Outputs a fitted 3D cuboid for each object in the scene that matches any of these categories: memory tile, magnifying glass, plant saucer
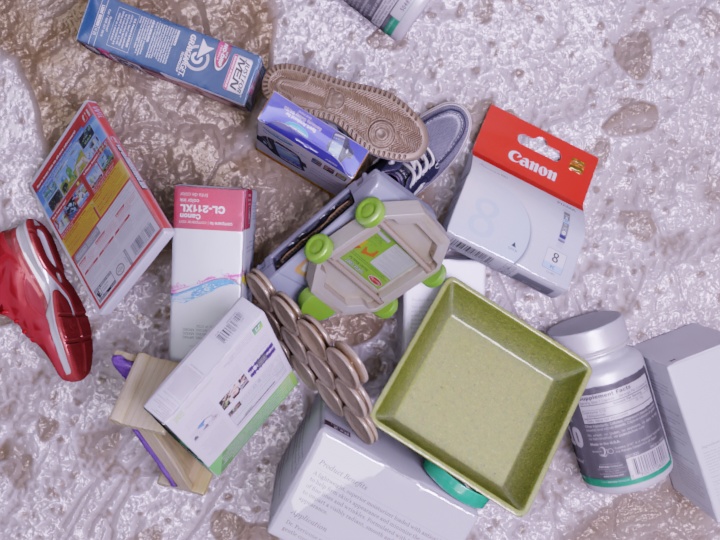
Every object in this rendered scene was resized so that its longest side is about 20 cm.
[{"bbox_3d":[-0.052,0.090,0.923,0.017,0.200,0.154,-35,138,-20],"label":"memory tile"},{"bbox_3d":[0.094,0.217,1.007,0.079,0.200,0.022,30,97,-18],"label":"magnifying glass"},{"bbox_3d":[0.133,0.142,0.974,0.199,0.048,0.200,32,66,2],"label":"plant saucer"}]

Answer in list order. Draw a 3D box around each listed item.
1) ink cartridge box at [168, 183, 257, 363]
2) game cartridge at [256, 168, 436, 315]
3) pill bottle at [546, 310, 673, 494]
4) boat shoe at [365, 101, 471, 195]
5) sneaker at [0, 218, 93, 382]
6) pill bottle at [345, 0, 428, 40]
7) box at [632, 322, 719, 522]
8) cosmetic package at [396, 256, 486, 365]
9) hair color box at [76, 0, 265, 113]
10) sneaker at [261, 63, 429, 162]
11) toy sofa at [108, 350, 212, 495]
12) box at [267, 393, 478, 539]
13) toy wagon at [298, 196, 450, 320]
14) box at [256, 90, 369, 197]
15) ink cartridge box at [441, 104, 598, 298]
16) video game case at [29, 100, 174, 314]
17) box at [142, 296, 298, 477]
[{"bbox_3d":[-0.169,0.004,1.000,0.082,0.146,0.202,3,94,-4],"label":"ink cartridge box"},{"bbox_3d":[-0.014,-0.021,0.989,0.200,0.042,0.133,-40,134,20],"label":"game cartridge"},{"bbox_3d":[0.302,0.159,1.059,0.112,0.113,0.202,-18,95,-2],"label":"pill bottle"},{"bbox_3d":[0.062,-0.124,1.031,0.075,0.093,0.200,43,91,-6],"label":"boat shoe"},{"bbox_3d":[-0.402,0.050,1.036,0.115,0.078,0.201,-20,83,7],"label":"sneaker"},{"bbox_3d":[-0.001,-0.369,0.989,0.199,0.113,0.113,36,92,-7],"label":"pill bottle"},{"bbox_3d":[0.424,0.181,1.063,0.097,0.124,0.201,-20,96,-2],"label":"box"},{"bbox_3d":[0.096,0.084,1.061,0.100,0.071,0.202,1,95,-4],"label":"cosmetic package"},{"bbox_3d":[-0.214,-0.249,1.000,0.199,0.100,0.061,20,94,-5],"label":"hair color box"},{"bbox_3d":[-0.015,-0.178,1.010,0.199,0.109,0.071,23,89,1],"label":"sneaker"},{"bbox_3d":[-0.226,0.176,0.982,0.097,0.201,0.083,11,58,12],"label":"toy sofa"},{"bbox_3d":[0.009,0.256,1.006,0.198,0.200,0.131,30,94,-5],"label":"box"},{"bbox_3d":[0.000,0.000,0.960,0.199,0.040,0.155,-34,139,14],"label":"toy wagon"},{"bbox_3d":[-0.058,-0.138,0.968,0.119,0.200,0.042,31,82,-5],"label":"box"},{"bbox_3d":[0.199,-0.091,1.032,0.159,0.047,0.201,25,72,-6],"label":"ink cartridge box"},{"bbox_3d":[-0.298,-0.071,0.981,0.143,0.017,0.201,-45,67,26],"label":"video game case"},{"bbox_3d":[-0.139,0.129,0.913,0.036,0.200,0.145,33,71,23],"label":"box"}]
